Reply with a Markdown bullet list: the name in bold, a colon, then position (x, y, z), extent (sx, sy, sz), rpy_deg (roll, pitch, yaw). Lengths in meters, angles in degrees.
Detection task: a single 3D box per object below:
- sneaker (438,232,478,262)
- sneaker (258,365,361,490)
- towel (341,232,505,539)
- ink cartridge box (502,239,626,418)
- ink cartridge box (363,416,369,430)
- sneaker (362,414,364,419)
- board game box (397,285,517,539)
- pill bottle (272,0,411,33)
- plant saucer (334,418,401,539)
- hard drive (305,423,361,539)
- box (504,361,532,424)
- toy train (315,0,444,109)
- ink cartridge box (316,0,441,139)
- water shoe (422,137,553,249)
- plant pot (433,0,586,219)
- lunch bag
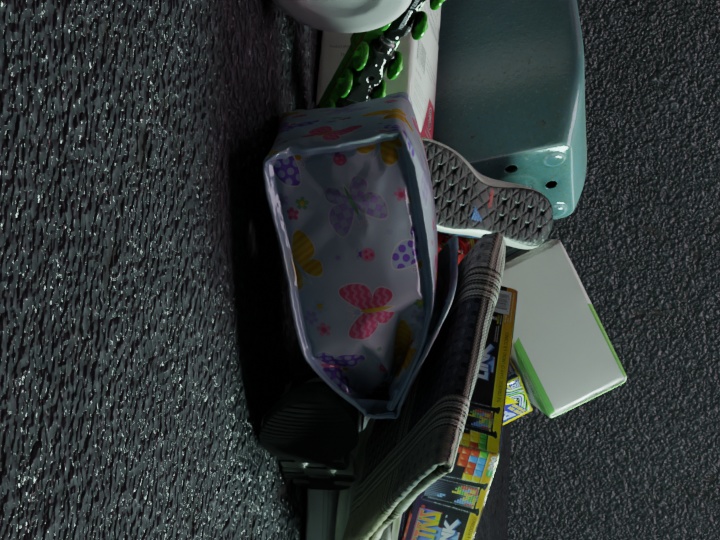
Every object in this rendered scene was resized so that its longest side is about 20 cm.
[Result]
- **sneaker**: position (0.068, -0.018, 1.558), extent (0.200, 0.085, 0.077), rpy_deg (-133, -162, -83)
- **sneaker**: position (-0.033, 0.099, 1.285), extent (0.200, 0.074, 0.089), rpy_deg (93, 2, -71)
- **towel**: position (0.049, 0.095, 1.251), extent (0.200, 0.034, 0.193), rpy_deg (127, -19, -57)
- **ink cartridge box**: position (0.171, 0.051, 1.633), extent (0.146, 0.084, 0.200), rpy_deg (63, -1, -1)
- **ink cartridge box**: position (0.044, 0.189, 1.600), extent (0.099, 0.039, 0.200), rpy_deg (-32, 145, -31)
- **sneaker**: position (0.065, 0.158, 1.685), extent (0.200, 0.112, 0.071), rpy_deg (87, -19, -47)
- **board game box**: position (0.076, 0.131, 1.374), extent (0.200, 0.057, 0.166), rpy_deg (-76, 180, -53)
- **pill bottle**: position (-0.004, -0.279, 1.238), extent (0.112, 0.112, 0.200), rpy_deg (78, 18, -55)
- **plant saucer**: position (0.011, 0.188, 1.417), extent (0.200, 0.050, 0.201), rpy_deg (8, 90, -85)
- **hard drive**: position (-0.023, 0.176, 1.480), extent (0.132, 0.026, 0.201), rpy_deg (6, 85, -80)
- **box**: position (0.092, 0.059, 1.658), extent (0.200, 0.064, 0.070), rpy_deg (62, -1, 38)
- **toy train**: position (0.007, -0.164, 1.313), extent (0.200, 0.042, 0.056), rpy_deg (-56, -149, 39)
- **ink cartridge box**: position (0.020, -0.214, 1.476), extent (0.146, 0.085, 0.201), rpy_deg (54, 41, -74)
- **water shoe**: position (0.076, -0.061, 1.505), extent (0.079, 0.200, 0.072), rpy_deg (3, -106, 56)
- **plant pot**: position (0.128, -0.150, 1.639), extent (0.197, 0.195, 0.200), rpy_deg (77, 2, -56)
- **lunch bag**: position (0.006, -0.013, 1.227), extent (0.170, 0.127, 0.201), rpy_deg (-81, 163, -76)
